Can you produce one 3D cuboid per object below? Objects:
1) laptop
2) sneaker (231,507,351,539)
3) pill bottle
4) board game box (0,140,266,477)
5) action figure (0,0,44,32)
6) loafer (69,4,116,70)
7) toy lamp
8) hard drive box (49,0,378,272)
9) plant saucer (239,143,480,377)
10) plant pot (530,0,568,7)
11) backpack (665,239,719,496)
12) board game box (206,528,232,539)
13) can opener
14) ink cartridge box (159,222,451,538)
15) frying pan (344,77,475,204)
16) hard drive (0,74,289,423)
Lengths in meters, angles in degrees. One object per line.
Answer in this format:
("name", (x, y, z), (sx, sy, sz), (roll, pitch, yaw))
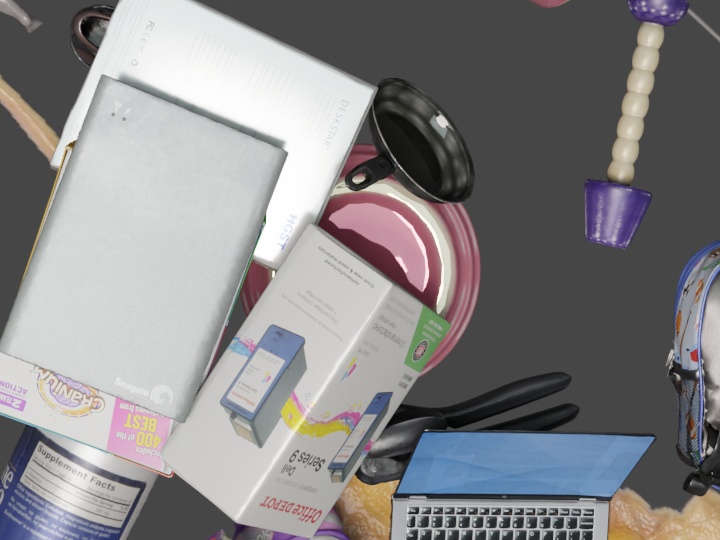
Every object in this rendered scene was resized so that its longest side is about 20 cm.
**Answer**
("laptop", (0.122, 0.217, 1.220), (0.184, 0.116, 0.203), (2, 94, -9))
("sneaker", (-0.088, 0.240, 1.243), (0.199, 0.089, 0.080), (-30, 137, 17))
("pill bottle", (-0.222, 0.167, 1.207), (0.110, 0.111, 0.202), (27, 92, -5))
("board game box", (-0.171, 0.028, 1.115), (0.151, 0.040, 0.202), (21, 100, -6))
("action figure", (-0.316, -0.259, 1.179), (0.198, 0.105, 0.195), (-28, 105, 1))
("loafer", (-0.138, -0.149, 1.213), (0.198, 0.063, 0.073), (25, 90, -5))
("toy lamp", (0.219, -0.119, 1.240), (0.057, 0.058, 0.203), (12, 94, -4))
("hard drive box", (-0.108, -0.109, 1.154), (0.198, 0.077, 0.157), (25, 96, -6))
("plant saucer", (0.000, 0.000, 1.239), (0.197, 0.051, 0.204), (0, 94, -4))
("plant pot", (0.113, -0.303, 1.164), (0.178, 0.200, 0.201), (36, 91, -20))
("backpack", (0.330, 0.063, 1.213), (0.197, 0.154, 0.193), (-5, 102, -9))
("board game box", (-0.135, 0.285, 1.153), (0.199, 0.032, 0.120), (-37, 108, 22))
("can opener", (0.085, 0.130, 1.249), (0.197, 0.079, 0.064), (-11, 103, -15))
("ink cartridge box", (-0.037, 0.087, 1.134), (0.087, 0.145, 0.201), (35, 90, 25))
("frying pan", (0.038, -0.076, 1.183), (0.115, 0.191, 0.031), (42, 125, -19))
("hard drive", (-0.149, -0.014, 1.064), (0.138, 0.033, 0.202), (21, 92, -6))
